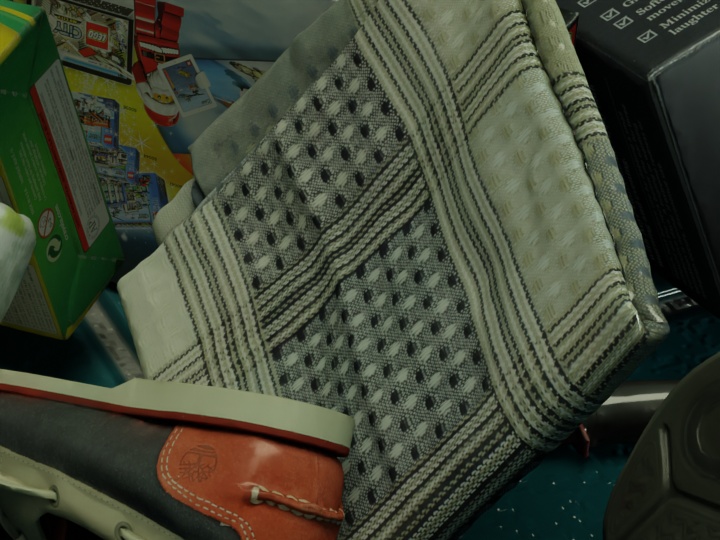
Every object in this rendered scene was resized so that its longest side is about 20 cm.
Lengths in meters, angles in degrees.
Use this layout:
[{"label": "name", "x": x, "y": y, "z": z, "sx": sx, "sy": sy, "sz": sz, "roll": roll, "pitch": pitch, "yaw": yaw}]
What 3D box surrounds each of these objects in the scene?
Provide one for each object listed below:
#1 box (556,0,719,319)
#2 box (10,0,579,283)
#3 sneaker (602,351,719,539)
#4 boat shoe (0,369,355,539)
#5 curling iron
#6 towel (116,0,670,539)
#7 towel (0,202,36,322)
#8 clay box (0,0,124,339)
[{"label": "box", "x": 0.127, "y": -0.092, "z": 1.040, "sx": 0.148, "sy": 0.107, "sz": 0.200, "roll": -30, "pitch": 32, "yaw": -12}, {"label": "box", "x": -0.029, "y": -0.046, "z": 1.004, "sx": 0.199, "sy": 0.137, "sz": 0.038, "roll": 17, "pitch": 35, "yaw": 19}, {"label": "sneaker", "x": 0.171, "y": 0.045, "z": 0.932, "sx": 0.199, "sy": 0.114, "sz": 0.076, "roll": -46, "pitch": 51, "yaw": 1}, {"label": "boat shoe", "x": -0.079, "y": 0.066, "z": 0.884, "sx": 0.071, "sy": 0.063, "sz": 0.199, "roll": 16, "pitch": -9, "yaw": -42}, {"label": "curling iron", "x": 0.068, "y": 0.050, "z": 0.969, "sx": 0.199, "sy": 0.026, "sz": 0.050, "roll": -1, "pitch": -1, "yaw": -11}, {"label": "towel", "x": 0.000, "y": 0.000, "z": 0.886, "sx": 0.034, "sy": 0.193, "sz": 0.201, "roll": 19, "pitch": 39, "yaw": -35}, {"label": "towel", "x": -0.218, "y": 0.032, "z": 0.890, "sx": 0.199, "sy": 0.048, "sz": 0.172, "roll": 18, "pitch": 77, "yaw": 20}, {"label": "clay box", "x": -0.186, "y": -0.049, "z": 0.997, "sx": 0.199, "sy": 0.115, "sz": 0.048, "roll": 14, "pitch": 49, "yaw": 27}]
